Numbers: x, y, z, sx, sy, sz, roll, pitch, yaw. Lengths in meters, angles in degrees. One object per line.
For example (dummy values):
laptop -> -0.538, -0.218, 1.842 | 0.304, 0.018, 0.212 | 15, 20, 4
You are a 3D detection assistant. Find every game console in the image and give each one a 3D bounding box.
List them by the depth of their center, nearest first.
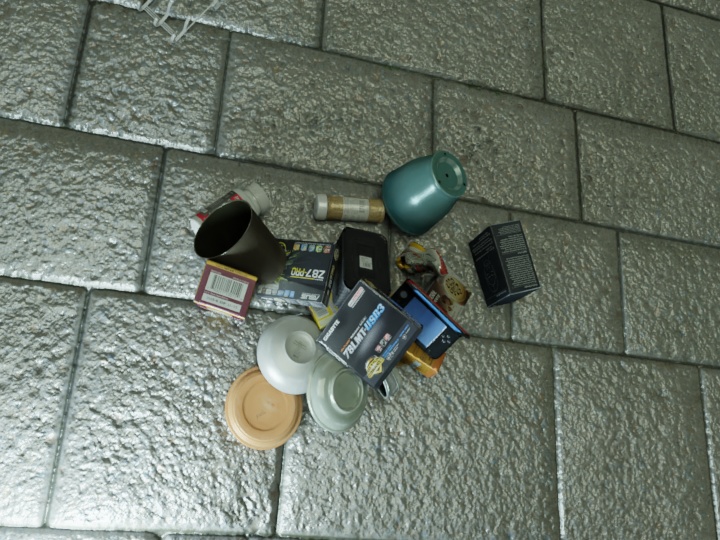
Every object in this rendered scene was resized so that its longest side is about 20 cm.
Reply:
game console -> 0.157, 0.127, 1.568 | 0.199, 0.173, 0.119 | 42, 29, 1

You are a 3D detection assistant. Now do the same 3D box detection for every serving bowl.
serving bowl -> -0.161, 0.204, 1.604 | 0.194, 0.066, 0.206 | 10, 64, -20

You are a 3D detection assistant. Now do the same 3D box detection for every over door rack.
over door rack -> -0.518, -0.767, 1.807 | 0.147, 0.067, 0.201 | 41, 68, -2

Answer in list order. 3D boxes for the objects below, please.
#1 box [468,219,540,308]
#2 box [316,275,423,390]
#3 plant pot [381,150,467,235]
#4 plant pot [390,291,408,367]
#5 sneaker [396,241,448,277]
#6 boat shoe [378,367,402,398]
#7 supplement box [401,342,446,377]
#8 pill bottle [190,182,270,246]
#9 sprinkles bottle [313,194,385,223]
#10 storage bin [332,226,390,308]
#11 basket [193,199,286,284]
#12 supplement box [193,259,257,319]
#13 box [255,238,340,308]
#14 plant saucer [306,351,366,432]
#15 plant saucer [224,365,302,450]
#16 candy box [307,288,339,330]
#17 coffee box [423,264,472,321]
box -> 0.408, -0.017, 1.809 | 0.104, 0.149, 0.206 | -10, 77, -18
box -> 0.023, 0.155, 1.567 | 0.197, 0.050, 0.202 | 38, 104, 0
plant pot -> 0.190, -0.228, 1.757 | 0.196, 0.187, 0.206 | 15, 63, -32
plant pot -> 0.085, 0.161, 1.728 | 0.194, 0.027, 0.207 | 5, 74, -15
sneaker -> 0.169, -0.013, 1.728 | 0.082, 0.199, 0.079 | -37, 115, -15
boat shoe -> 0.032, 0.235, 1.634 | 0.071, 0.070, 0.203 | -33, 89, -37
supplement box -> 0.125, 0.199, 1.679 | 0.197, 0.069, 0.068 | 32, 66, -3
pill bottle -> -0.334, -0.141, 1.650 | 0.199, 0.111, 0.111 | -39, 87, -22
sprinkles bottle -> -0.031, -0.171, 1.771 | 0.194, 0.068, 0.070 | 3, 73, -16
storage bin -> 0.000, 0.000, 1.680 | 0.131, 0.094, 0.205 | 11, 52, -18
basket -> -0.279, -0.058, 1.567 | 0.177, 0.200, 0.139 | -30, 55, 15
supplement box -> -0.327, 0.053, 1.541 | 0.127, 0.200, 0.106 | 18, 81, -8
box -> -0.161, 0.004, 1.642 | 0.194, 0.049, 0.166 | 6, 72, 21
plant saucer -> -0.045, 0.303, 1.594 | 0.196, 0.050, 0.207 | 10, 75, -40
plant saucer -> -0.239, 0.340, 1.579 | 0.194, 0.032, 0.207 | 4, 73, -14
candy box -> -0.108, 0.051, 1.680 | 0.100, 0.027, 0.203 | -20, 67, -24
coffee box -> 0.215, 0.090, 1.716 | 0.113, 0.080, 0.200 | 43, 40, 0
